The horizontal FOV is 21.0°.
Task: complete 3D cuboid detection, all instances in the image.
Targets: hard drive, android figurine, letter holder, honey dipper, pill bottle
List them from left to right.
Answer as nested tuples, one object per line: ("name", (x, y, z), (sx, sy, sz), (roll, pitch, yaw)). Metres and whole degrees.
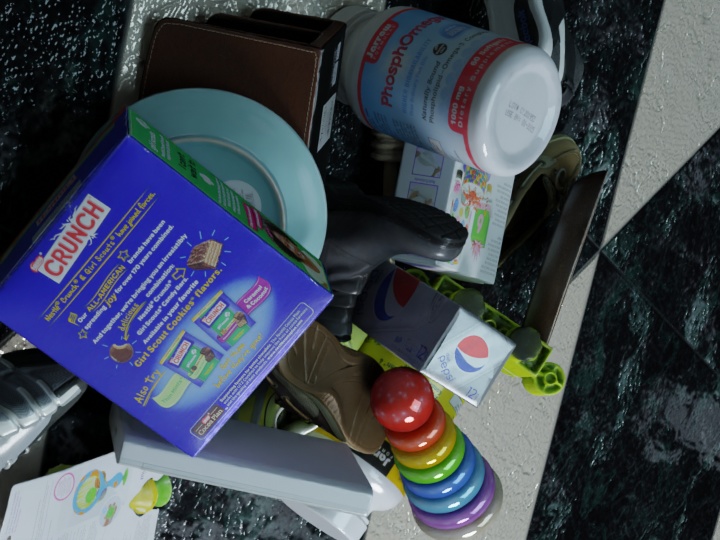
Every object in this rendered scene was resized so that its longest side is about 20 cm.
("letter holder", (-0.101, -0.102, 1.535), (0.101, 0.141, 0.201), (-60, 159, -69))
("hard drive", (-0.098, 0.146, 1.544), (0.199, 0.132, 0.026), (14, 99, -13))
("pill bottle", (0.014, 0.145, 1.775), (0.201, 0.112, 0.113), (-56, 142, -14))
("honey dipper", (0.027, -0.046, 1.725), (0.038, 0.038, 0.201), (-11, 106, -47))
("pill bottle", (0.059, -0.156, 1.602), (0.108, 0.199, 0.109), (-27, 127, -41))
("android figurine", (0.107, 0.055, 1.795), (0.041, 0.182, 0.200), (-57, -175, -8))

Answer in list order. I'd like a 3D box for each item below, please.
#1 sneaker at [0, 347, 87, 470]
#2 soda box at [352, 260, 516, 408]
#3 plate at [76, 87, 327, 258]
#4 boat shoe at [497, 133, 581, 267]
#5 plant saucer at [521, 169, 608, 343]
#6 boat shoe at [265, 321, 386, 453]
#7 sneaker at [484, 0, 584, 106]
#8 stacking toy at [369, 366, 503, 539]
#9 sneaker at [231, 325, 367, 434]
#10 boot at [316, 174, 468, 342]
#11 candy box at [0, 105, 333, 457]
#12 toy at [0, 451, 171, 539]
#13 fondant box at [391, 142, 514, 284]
("sneaker", (-0.288, 0.143, 1.451), (0.199, 0.075, 0.116), (-28, 134, -27))
("soda box", (0.048, 0.044, 1.631), (0.068, 0.200, 0.064), (33, 91, -27))
("plate", (-0.124, -0.039, 1.476), (0.026, 0.199, 0.201), (-95, -168, -70))
("boat shoe", (0.160, -0.061, 1.888), (0.200, 0.062, 0.074), (-43, 136, -30))
("plant saucer", (0.194, -0.007, 1.880), (0.200, 0.032, 0.201), (20, 90, -83))
("boat shoe", (-0.039, 0.090, 1.621), (0.200, 0.072, 0.072), (42, 67, -51))
("sneaker", (0.153, -0.233, 1.739), (0.112, 0.073, 0.201), (46, 39, -52))
("stacking toy", (0.060, 0.150, 1.669), (0.085, 0.085, 0.200), (-50, 142, -21))
("sneaker", (-0.042, 0.098, 1.713), (0.200, 0.076, 0.076), (-49, 138, -26))
("boot", (0.000, 0.000, 1.614), (0.070, 0.199, 0.133), (3, 103, -47))
("candy box", (-0.149, 0.010, 1.430), (0.200, 0.077, 0.169), (39, 100, -21))
("toy", (-0.231, 0.192, 1.552), (0.200, 0.047, 0.116), (-12, 122, -53))
("fondant box", (0.090, -0.097, 1.738), (0.144, 0.058, 0.201), (17, 83, -64))
